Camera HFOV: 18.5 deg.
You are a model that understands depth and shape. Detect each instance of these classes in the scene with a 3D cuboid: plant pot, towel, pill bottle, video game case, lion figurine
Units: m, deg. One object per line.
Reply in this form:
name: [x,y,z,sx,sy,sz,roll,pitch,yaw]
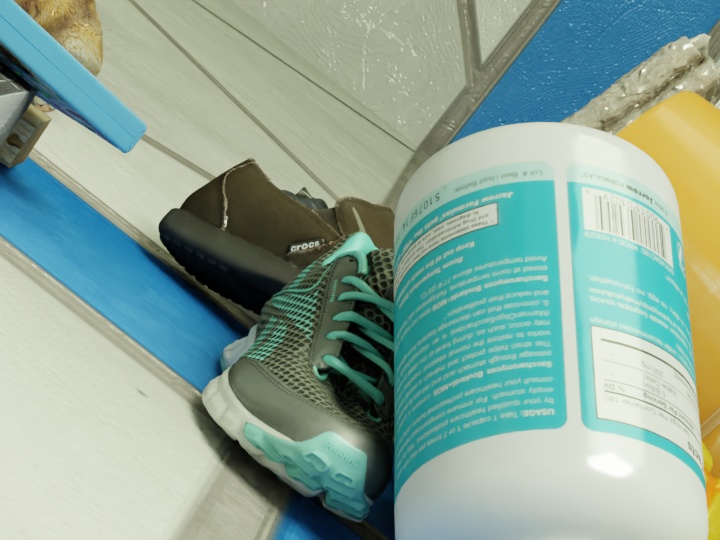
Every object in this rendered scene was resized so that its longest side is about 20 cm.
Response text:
plant pot: [0.169,0.024,1.032,0.183,0.200,0.200,50,9,11]
towel: [0.100,-0.049,1.132,0.035,0.200,0.133,55,5,9]
pill bottle: [0.066,0.053,0.799,0.111,0.111,0.200,33,44,-36]
video game case: [-0.191,-0.127,0.952,0.200,0.018,0.143,33,-7,40]
lion figurine: [-0.218,-0.166,1.161,0.200,0.073,0.122,31,-26,-6]

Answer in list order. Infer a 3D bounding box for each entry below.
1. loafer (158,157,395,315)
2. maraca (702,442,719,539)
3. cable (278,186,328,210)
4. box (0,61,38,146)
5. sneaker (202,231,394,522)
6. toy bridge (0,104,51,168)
loafer: [0.000,0.000,1.019,0.200,0.071,0.073,27,-15,21]
maraca: [0.104,0.106,0.902,0.200,0.107,0.137,43,8,32]
cable: [0.011,0.041,1.129,0.200,0.051,0.163,52,4,29]
box: [-0.227,-0.108,0.847,0.200,0.048,0.158,38,5,-4]
sneaker: [-0.009,0.031,0.878,0.078,0.091,0.200,36,7,-13]
toy bridge: [-0.227,-0.115,0.975,0.200,0.027,0.067,38,8,-3]
